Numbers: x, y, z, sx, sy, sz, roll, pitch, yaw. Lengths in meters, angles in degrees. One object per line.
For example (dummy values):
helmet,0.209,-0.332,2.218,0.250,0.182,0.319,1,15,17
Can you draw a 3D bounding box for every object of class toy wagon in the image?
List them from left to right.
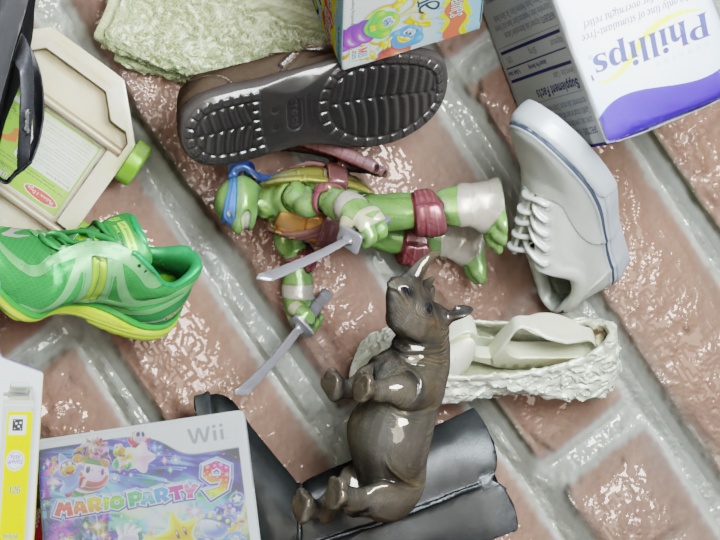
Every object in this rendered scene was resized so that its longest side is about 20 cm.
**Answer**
toy wagon,-0.248,-0.069,1.467,0.155,0.040,0.201,36,87,-6

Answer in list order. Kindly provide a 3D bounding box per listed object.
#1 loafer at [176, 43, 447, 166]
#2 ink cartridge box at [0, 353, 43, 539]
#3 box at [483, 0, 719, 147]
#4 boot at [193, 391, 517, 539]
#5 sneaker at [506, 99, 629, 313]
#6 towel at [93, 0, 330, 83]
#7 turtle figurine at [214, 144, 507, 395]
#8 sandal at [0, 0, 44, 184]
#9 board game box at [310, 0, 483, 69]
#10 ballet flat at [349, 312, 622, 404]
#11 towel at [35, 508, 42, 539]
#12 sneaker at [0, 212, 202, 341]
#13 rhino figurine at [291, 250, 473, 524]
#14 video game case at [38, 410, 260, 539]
loafer,-0.036,-0.127,1.443,0.199,0.071,0.073,-9,126,-22
ink cartridge box,-0.274,0.101,1.394,0.047,0.197,0.202,6,91,-39
box,0.154,-0.190,1.446,0.104,0.184,0.201,-21,94,-8
boot,-0.004,0.138,1.489,0.199,0.066,0.166,-17,99,-5
sneaker,0.134,-0.035,1.450,0.071,0.200,0.073,-46,52,-13
towel,-0.075,-0.191,1.489,0.199,0.036,0.149,16,90,-8
turtle figurine,0.000,0.000,1.452,0.192,0.200,0.145,-1,126,-12
sandal,-0.227,-0.124,1.409,0.043,0.076,0.202,11,90,-6
board game box,-0.001,-0.252,1.414,0.102,0.105,0.201,-18,61,-12
ballet flat,0.091,0.053,1.497,0.198,0.072,0.072,0,91,-12
towel,-0.167,0.226,1.415,0.199,0.023,0.145,8,46,15
sneaker,-0.186,-0.009,1.413,0.084,0.199,0.074,-50,56,21
rhino figurine,0.022,0.080,1.416,0.087,0.060,0.201,6,106,-39
video game case,-0.134,0.193,1.386,0.142,0.018,0.201,-8,60,-1
